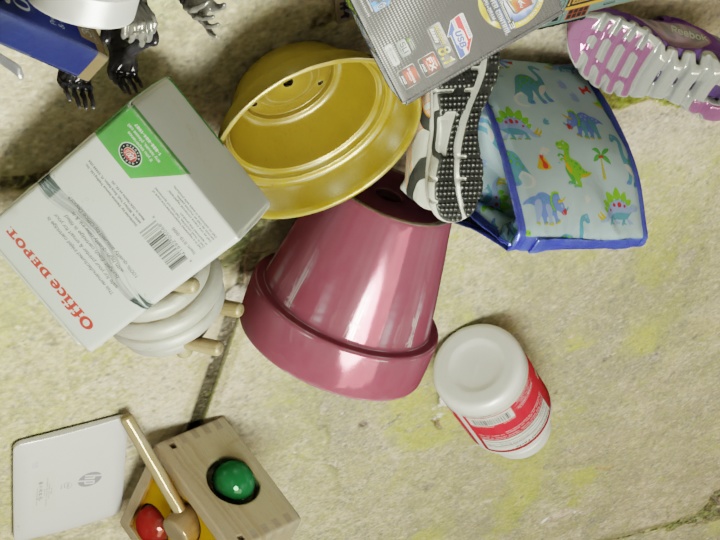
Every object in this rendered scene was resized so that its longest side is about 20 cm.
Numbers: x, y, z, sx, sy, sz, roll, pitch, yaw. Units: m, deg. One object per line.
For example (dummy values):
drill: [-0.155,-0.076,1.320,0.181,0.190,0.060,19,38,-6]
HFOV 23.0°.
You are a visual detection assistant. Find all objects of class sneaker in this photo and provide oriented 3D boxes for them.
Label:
sneaker: [0.073,-0.149,1.622,0.073,0.080,0.201,2,102,-35]
sneaker: [0.288,-0.216,1.735,0.199,0.089,0.081,17,133,-19]

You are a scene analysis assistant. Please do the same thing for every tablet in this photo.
tablet: [-0.324,0.233,1.975,0.130,0.014,0.200,-14,145,-21]

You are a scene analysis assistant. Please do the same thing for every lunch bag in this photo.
lunch bag: [0.168,-0.098,1.694,0.170,0.200,0.128,-2,139,-35]

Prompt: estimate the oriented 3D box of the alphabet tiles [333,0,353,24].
alphabet tiles: [0.053,-0.266,1.556,0.167,0.008,0.200,-21,146,-11]

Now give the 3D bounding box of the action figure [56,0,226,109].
action figure: [-0.163,-0.216,1.384,0.119,0.102,0.200,-15,148,-44]

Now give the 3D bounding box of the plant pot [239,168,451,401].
plant pot: [0.000,0.000,1.736,0.199,0.200,0.180,2,122,-37]

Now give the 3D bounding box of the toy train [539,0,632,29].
toy train: [0.229,-0.284,1.597,0.199,0.085,0.114,-17,158,-18]

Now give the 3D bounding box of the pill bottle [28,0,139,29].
pill bottle: [-0.175,-0.276,1.241,0.112,0.112,0.201,-2,123,-34]

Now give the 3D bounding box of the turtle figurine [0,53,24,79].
turtle figurine: [-0.349,-0.164,1.292,0.144,0.200,0.194,-54,150,-23]

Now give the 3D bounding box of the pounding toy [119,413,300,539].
pounding toy: [-0.187,0.264,1.978,0.142,0.184,0.200,-20,150,-39]

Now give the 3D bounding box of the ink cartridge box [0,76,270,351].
ink cartridge box: [-0.201,-0.046,1.517,0.200,0.147,0.083,-34,-171,29]

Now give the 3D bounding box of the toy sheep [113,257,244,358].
toy sheep: [-0.187,0.019,1.666,0.137,0.138,0.200,-21,134,-9]

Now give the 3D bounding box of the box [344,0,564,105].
box: [0.058,-0.260,1.451,0.160,0.044,0.200,-29,121,-2]

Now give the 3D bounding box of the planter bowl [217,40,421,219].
planter bowl: [-0.052,-0.143,1.581,0.200,0.084,0.201,-19,147,-13]

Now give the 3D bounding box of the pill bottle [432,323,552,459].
pill bottle: [0.165,0.152,2.119,0.112,0.112,0.200,-30,148,4]

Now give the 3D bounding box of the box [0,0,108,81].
box: [-0.279,-0.217,1.281,0.032,0.121,0.200,-42,145,24]
